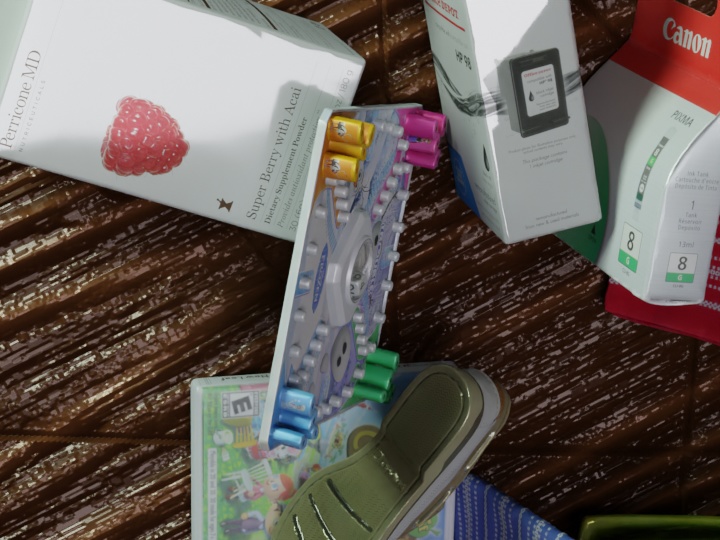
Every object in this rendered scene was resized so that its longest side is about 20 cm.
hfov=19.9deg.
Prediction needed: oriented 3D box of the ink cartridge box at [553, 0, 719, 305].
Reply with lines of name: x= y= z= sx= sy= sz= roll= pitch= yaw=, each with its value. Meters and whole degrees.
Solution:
ink cartridge box: x=0.178 y=-0.097 z=1.285 sx=0.050 sy=0.161 sz=0.200 roll=0 pitch=108 yaw=-19

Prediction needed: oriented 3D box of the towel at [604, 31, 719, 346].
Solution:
towel: x=0.233 y=-0.049 z=1.336 sx=0.022 sy=0.145 sz=0.200 roll=-14 pitch=117 yaw=-51

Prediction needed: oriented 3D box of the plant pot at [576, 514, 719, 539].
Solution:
plant pot: x=0.240 y=0.274 z=1.414 sx=0.199 sy=0.181 sz=0.200 roll=3 pitch=107 yaw=-16

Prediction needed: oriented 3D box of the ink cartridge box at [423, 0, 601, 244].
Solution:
ink cartridge box: x=0.088 y=-0.131 z=1.275 sx=0.067 sy=0.116 sz=0.200 roll=-14 pitch=110 yaw=-9

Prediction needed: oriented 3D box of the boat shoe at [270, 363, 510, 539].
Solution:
boat shoe: x=0.023 y=0.144 z=1.345 sx=0.200 sy=0.075 sz=0.068 roll=-45 pitch=148 yaw=23

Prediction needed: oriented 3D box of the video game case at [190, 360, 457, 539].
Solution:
video game case: x=-0.024 y=0.162 z=1.393 sx=0.182 sy=0.022 sz=0.200 roll=-3 pitch=109 yaw=-14

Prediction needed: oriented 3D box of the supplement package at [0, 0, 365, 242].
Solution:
supplement package: x=-0.119 y=-0.111 z=1.224 sx=0.200 sy=0.120 sz=0.121 roll=16 pitch=103 yaw=-19

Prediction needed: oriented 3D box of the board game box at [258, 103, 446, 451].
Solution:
board game box: x=0.000 y=0.000 z=1.248 sx=0.026 sy=0.200 sz=0.200 roll=13 pitch=99 yaw=16

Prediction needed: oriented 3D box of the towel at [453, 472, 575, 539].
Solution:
towel: x=0.113 y=0.230 z=1.357 sx=0.024 sy=0.200 sz=0.145 roll=-10 pitch=111 yaw=-28
